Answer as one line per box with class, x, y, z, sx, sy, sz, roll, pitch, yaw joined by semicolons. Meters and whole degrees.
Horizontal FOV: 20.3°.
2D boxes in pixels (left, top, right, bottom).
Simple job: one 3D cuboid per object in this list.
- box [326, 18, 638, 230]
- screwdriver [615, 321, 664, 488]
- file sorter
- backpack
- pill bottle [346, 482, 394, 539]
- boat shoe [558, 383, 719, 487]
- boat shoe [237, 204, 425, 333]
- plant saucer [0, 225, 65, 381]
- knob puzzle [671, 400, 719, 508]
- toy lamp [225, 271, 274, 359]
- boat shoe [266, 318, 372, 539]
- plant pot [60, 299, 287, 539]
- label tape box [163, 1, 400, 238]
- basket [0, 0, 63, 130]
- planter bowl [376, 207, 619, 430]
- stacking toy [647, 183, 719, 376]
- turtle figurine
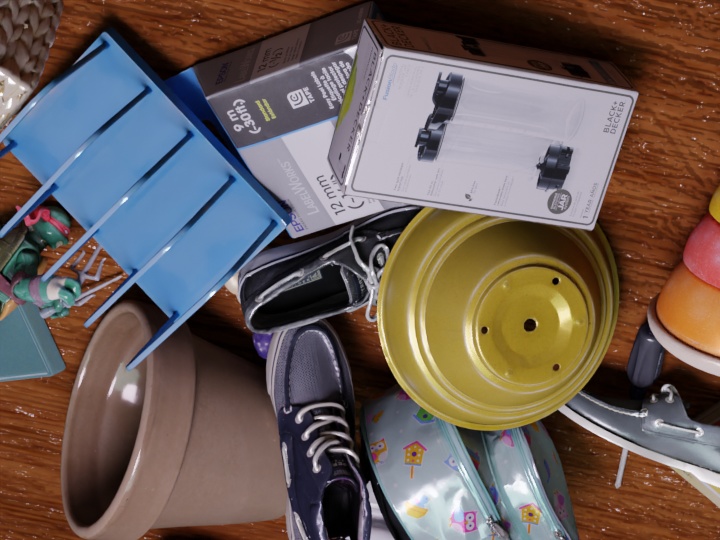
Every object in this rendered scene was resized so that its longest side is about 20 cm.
box;0.086;-0.104;1.447;0.198;0.060;0.118;6;116;-18
screwdriver;0.229;0.121;1.683;0.028;0.029;0.201;8;130;4
file sorter;-0.181;-0.047;1.501;0.200;0.123;0.139;46;121;-6
backpack;0.087;0.175;1.662;0.153;0.176;0.200;-32;117;15
pill bottle;-0.007;0.283;1.751;0.108;0.202;0.109;9;172;1
boat shoe;0.251;0.125;1.644;0.198;0.073;0.062;22;95;0
boat shoe;-0.001;-0.002;1.572;0.197;0.068;0.074;-15;124;1
plant saucer;-0.316;0.019;1.710;0.069;0.019;0.201;-6;129;16
knob puzzle;0.377;0.159;1.685;0.217;0.031;0.221;6;130;7
toy lamp;-0.117;-0.015;1.620;0.058;0.059;0.200;-21;125;25
boat shoe;-0.026;0.134;1.604;0.074;0.093;0.202;-8;93;-18
plant pot;-0.138;0.139;1.683;0.173;0.201;0.201;15;134;-26
label tape box;-0.049;-0.102;1.526;0.198;0.066;0.144;-18;124;22
basket;-0.326;-0.148;1.498;0.123;0.136;0.200;34;128;-22
planter bowl;0.118;0.034;1.529;0.198;0.083;0.203;-3;101;-13
stacking toy;0.299;-0.029;1.497;0.145;0.146;0.202;9;115;3
turtle figurine;-0.277;0.019;1.640;0.101;0.150;0.200;40;88;1
